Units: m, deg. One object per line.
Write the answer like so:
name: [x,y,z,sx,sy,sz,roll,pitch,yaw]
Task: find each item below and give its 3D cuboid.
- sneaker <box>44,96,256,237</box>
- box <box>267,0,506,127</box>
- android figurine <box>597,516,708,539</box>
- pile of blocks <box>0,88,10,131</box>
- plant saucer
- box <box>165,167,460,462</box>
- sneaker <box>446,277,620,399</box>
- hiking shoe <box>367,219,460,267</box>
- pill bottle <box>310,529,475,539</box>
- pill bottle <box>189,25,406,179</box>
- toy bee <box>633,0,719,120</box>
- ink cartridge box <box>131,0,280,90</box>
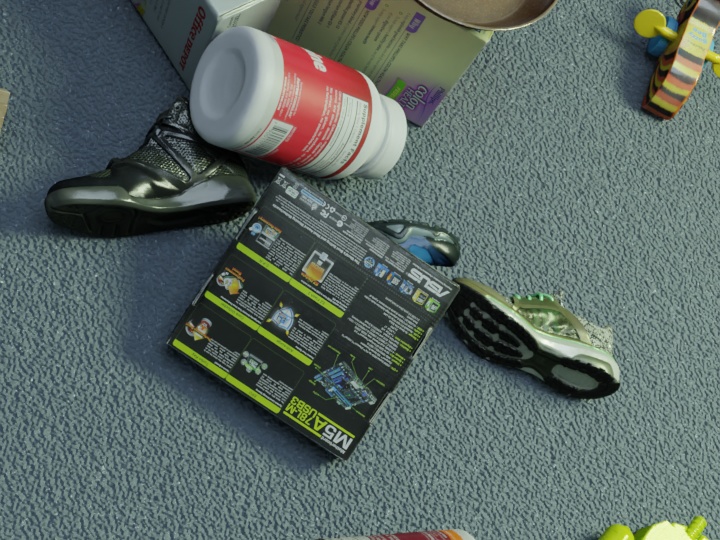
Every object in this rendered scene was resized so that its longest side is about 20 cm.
sneaker: [-0.203,-0.096,1.181,0.198,0.076,0.115,-10,71,-26]
box: [0.023,-0.265,1.270,0.199,0.176,0.097,28,62,-7]
android figurine: [0.288,0.323,1.204,0.182,0.041,0.200,47,63,3]
pile of blocks: [-0.415,-0.134,1.121,0.199,0.062,0.083,-17,117,-27]
plant saucer: [0.099,-0.304,1.193,0.199,0.037,0.201,8,66,-18]
box: [-0.042,0.040,1.153,0.200,0.048,0.194,33,92,-4]
sneaker: [0.173,0.052,1.264,0.199,0.077,0.089,30,49,-12]
hiking shoe: [0.000,0.000,1.222,0.199,0.074,0.087,-1,76,-9]
pill bottle: [0.002,0.283,1.074,0.199,0.114,0.115,0,69,-20]
pill bottle: [-0.053,-0.150,1.204,0.199,0.112,0.113,15,62,-43]
toy bee: [0.373,-0.278,1.440,0.130,0.109,0.201,6,67,-15]
ink cartridge box: [-0.171,-0.299,1.233,0.083,0.146,0.200,-30,81,-27]
